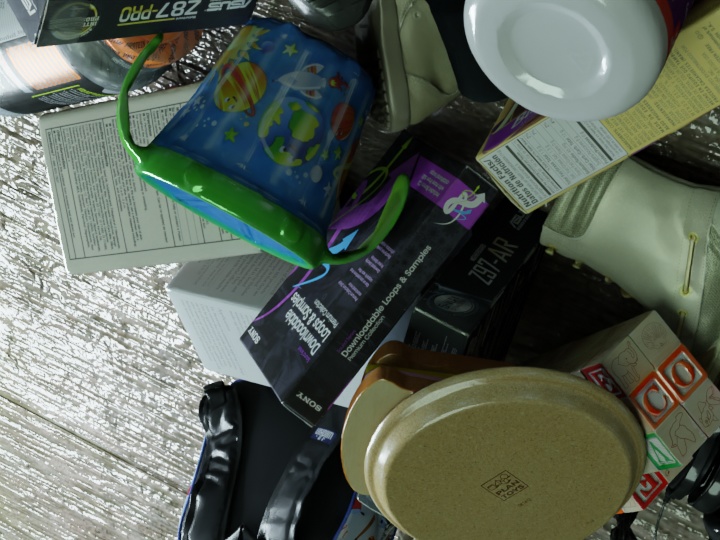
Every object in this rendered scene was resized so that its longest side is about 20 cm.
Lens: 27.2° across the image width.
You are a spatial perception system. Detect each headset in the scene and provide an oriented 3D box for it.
[{"bbox_3d":[0.272,0.162,1.107,0.200,0.094,0.124,-32,101,26],"label":"headset"}]

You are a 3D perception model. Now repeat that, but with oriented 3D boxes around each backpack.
[{"bbox_3d":[-0.058,0.196,1.239,0.199,0.191,0.154,-1,136,33],"label":"backpack"}]

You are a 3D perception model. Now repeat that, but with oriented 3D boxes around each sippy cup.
[{"bbox_3d":[-0.059,-0.089,0.973,0.139,0.131,0.178,22,172,43],"label":"sippy cup"}]

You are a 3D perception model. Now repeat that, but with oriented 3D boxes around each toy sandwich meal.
[{"bbox_3d":[0.087,0.116,0.988,0.204,0.070,0.206,-1,132,-1],"label":"toy sandwich meal"}]

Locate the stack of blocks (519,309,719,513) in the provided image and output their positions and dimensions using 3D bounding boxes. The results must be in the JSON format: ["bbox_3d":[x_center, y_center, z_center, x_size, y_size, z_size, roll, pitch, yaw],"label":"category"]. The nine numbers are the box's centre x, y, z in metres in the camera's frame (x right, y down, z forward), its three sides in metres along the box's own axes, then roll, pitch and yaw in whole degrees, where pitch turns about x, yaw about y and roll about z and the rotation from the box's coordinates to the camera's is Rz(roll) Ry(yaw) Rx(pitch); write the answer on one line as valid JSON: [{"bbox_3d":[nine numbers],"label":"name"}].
[{"bbox_3d":[0.175,0.108,1.051,0.115,0.059,0.200,50,156,-2],"label":"stack of blocks"}]

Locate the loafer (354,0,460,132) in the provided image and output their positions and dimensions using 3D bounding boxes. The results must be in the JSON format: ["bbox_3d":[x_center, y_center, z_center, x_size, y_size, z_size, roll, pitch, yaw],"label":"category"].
[{"bbox_3d":[0.028,-0.196,1.002,0.076,0.068,0.201,-150,51,-64],"label":"loafer"}]

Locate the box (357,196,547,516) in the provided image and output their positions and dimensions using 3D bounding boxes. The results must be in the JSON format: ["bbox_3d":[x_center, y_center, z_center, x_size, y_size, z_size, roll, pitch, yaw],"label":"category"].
[{"bbox_3d":[0.070,0.067,1.092,0.043,0.160,0.200,27,132,14],"label":"box"}]

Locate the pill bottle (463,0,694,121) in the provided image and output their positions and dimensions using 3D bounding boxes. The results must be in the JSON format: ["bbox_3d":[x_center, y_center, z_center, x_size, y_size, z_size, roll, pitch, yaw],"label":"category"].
[{"bbox_3d":[0.142,-0.184,0.839,0.112,0.200,0.113,20,143,15],"label":"pill bottle"}]

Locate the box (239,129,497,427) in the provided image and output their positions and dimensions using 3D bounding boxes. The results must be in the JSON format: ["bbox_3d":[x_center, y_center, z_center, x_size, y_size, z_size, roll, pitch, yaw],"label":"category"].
[{"bbox_3d":[0.000,0.000,1.037,0.036,0.143,0.200,36,92,-22],"label":"box"}]

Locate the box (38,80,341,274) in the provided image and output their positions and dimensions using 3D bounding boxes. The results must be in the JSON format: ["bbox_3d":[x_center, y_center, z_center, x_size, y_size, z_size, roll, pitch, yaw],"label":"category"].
[{"bbox_3d":[-0.130,-0.075,1.132,0.199,0.109,0.128,-5,97,34],"label":"box"}]

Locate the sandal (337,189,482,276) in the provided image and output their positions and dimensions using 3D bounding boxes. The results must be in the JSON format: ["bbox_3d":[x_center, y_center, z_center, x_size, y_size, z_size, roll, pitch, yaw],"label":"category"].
[{"bbox_3d":[0.001,-0.028,1.148,0.199,0.043,0.076,6,123,29],"label":"sandal"}]

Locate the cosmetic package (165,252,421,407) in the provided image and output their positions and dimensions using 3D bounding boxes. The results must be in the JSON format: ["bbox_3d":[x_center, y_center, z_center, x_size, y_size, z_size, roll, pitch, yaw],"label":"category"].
[{"bbox_3d":[-0.045,0.042,1.181,0.199,0.071,0.102,13,141,31],"label":"cosmetic package"}]

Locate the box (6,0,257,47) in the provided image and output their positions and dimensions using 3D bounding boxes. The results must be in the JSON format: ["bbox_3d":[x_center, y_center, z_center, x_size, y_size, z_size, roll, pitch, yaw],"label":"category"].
[{"bbox_3d":[-0.178,-0.238,0.988,0.200,0.161,0.049,56,138,26],"label":"box"}]

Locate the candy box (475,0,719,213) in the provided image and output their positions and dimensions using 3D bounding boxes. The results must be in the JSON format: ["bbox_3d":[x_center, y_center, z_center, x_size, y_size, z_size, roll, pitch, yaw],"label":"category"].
[{"bbox_3d":[0.173,-0.125,0.923,0.056,0.117,0.200,46,134,-16],"label":"candy box"}]

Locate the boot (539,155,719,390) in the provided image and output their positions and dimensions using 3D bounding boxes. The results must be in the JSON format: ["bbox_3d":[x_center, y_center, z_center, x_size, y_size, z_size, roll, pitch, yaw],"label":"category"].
[{"bbox_3d":[0.197,0.010,1.036,0.154,0.072,0.201,24,131,19],"label":"boot"}]

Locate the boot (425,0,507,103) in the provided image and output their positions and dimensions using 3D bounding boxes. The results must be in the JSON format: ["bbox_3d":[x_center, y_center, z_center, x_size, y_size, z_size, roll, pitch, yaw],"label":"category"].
[{"bbox_3d":[0.087,-0.224,0.927,0.076,0.201,0.168,14,162,30],"label":"boot"}]

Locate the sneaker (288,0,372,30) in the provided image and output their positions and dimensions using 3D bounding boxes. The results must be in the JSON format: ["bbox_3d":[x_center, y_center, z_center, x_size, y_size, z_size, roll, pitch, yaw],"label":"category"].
[{"bbox_3d":[-0.038,-0.217,0.984,0.091,0.076,0.200,83,167,-50],"label":"sneaker"}]

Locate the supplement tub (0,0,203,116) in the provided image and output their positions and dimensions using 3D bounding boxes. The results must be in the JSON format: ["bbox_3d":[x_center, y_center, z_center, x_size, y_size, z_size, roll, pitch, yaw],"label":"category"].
[{"bbox_3d":[-0.215,-0.186,1.108,0.199,0.123,0.123,-4,118,42],"label":"supplement tub"}]
